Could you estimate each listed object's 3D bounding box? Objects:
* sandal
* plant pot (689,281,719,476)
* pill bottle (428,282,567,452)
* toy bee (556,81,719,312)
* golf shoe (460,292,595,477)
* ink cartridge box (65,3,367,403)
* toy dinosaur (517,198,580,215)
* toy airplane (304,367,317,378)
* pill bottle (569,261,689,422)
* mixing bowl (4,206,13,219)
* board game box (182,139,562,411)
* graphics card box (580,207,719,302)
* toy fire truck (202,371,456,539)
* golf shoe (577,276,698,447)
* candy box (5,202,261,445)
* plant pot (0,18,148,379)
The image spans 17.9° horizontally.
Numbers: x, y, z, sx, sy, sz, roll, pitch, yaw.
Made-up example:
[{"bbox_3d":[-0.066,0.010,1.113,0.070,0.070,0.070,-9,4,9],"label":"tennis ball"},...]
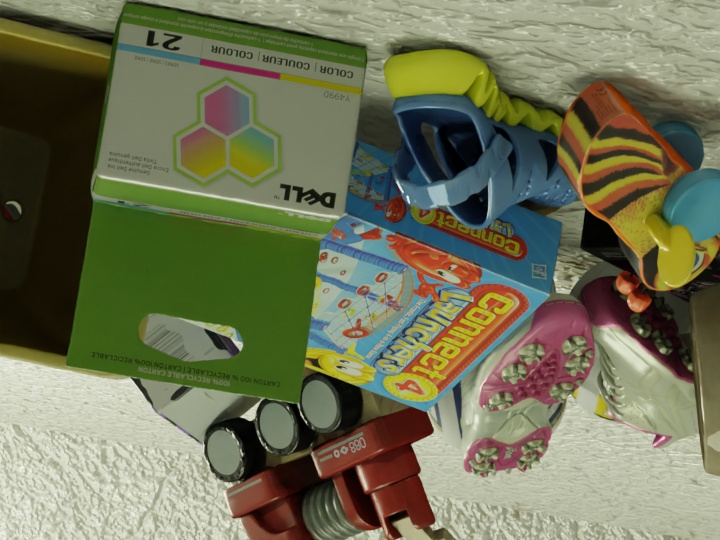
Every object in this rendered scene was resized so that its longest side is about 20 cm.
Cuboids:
[{"bbox_3d":[0.071,-0.065,1.364,0.079,0.088,0.200,-2,167,34],"label":"sandal"},{"bbox_3d":[0.302,0.064,1.465,0.172,0.202,0.200,-4,167,6],"label":"plant pot"},{"bbox_3d":[0.094,0.043,1.692,0.110,0.112,0.201,5,144,14],"label":"pill bottle"},{"bbox_3d":[0.181,-0.026,1.363,0.199,0.109,0.131,35,-161,-18],"label":"toy bee"},{"bbox_3d":[0.103,0.061,1.548,0.075,0.092,0.200,-1,147,-16],"label":"golf shoe"},{"bbox_3d":[-0.083,-0.036,1.317,0.147,0.202,0.076,9,169,-8],"label":"ink cartridge box"},{"bbox_3d":[0.118,-0.055,1.503,0.101,0.059,0.199,-2,-177,-35],"label":"toy dinosaur"},{"bbox_3d":[-0.040,0.044,1.827,0.198,0.142,0.199,8,173,-11],"label":"toy airplane"},{"bbox_3d":[0.209,0.050,1.761,0.110,0.112,0.200,7,169,5],"label":"pill bottle"},{"bbox_3d":[-0.352,0.006,1.708,0.198,0.109,0.200,13,-160,-5],"label":"mixing bowl"},{"bbox_3d":[0.000,0.000,1.484,0.195,0.056,0.200,21,148,-13],"label":"board game box"},{"bbox_3d":[0.255,-0.013,1.574,0.125,0.051,0.200,1,165,37],"label":"graphics card box"},{"bbox_3d":[0.003,0.178,1.708,0.176,0.201,0.128,-28,170,41],"label":"toy fire truck"},{"bbox_3d":[0.197,0.072,1.589,0.091,0.076,0.200,-33,138,21],"label":"golf shoe"},{"bbox_3d":[-0.164,0.022,1.706,0.200,0.071,0.168,52,179,14],"label":"candy box"},{"bbox_3d":[-0.237,-0.049,1.433,0.193,0.197,0.200,12,177,-19],"label":"plant pot"}]
